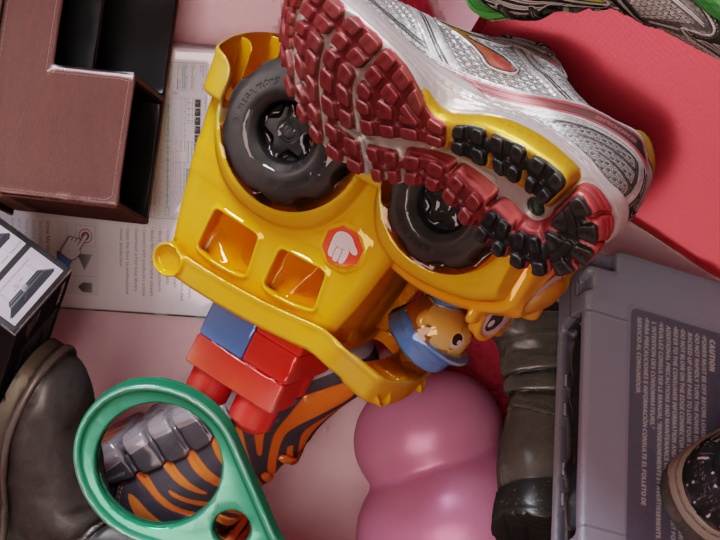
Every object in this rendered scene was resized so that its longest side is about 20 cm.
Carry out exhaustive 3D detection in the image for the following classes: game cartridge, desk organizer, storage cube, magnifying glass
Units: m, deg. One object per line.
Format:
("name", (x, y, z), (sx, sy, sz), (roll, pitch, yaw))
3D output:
("game cartridge", (0.158, 0.093, 1.414), (0.133, 0.201, 0.042), (19, 145, -22))
("desk organizer", (-0.139, -0.127, 1.478), (0.077, 0.072, 0.201), (6, 84, 10))
("storage cube", (0.168, -0.119, 1.385), (0.200, 0.171, 0.180), (34, 106, 6))
("magnifying glass", (-0.057, 0.132, 1.431), (0.200, 0.022, 0.080), (41, 101, -5))

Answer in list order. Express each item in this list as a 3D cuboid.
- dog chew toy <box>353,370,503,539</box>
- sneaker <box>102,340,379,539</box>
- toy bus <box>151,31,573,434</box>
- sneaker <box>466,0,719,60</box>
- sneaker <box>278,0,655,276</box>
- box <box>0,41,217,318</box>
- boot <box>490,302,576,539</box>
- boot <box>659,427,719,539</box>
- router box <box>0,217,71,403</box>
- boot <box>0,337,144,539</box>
("dog chew toy", (0.054, 0.144, 1.489), (0.124, 0.125, 0.201), (-18, 88, 15))
("sneaker", (-0.058, 0.111, 1.536), (0.200, 0.078, 0.112), (-26, 98, 26))
("toy bus", (0.000, 0.000, 1.420), (0.200, 0.136, 0.192), (28, 104, 18))
("sneaker", (0.098, -0.140, 1.281), (0.200, 0.078, 0.085), (31, 113, 19))
("sneaker", (0.044, -0.073, 1.306), (0.200, 0.082, 0.078), (37, 135, 20))
("box", (-0.117, -0.049, 1.535), (0.199, 0.036, 0.145), (4, 100, 13))
("boot", (0.153, 0.086, 1.469), (0.200, 0.068, 0.131), (17, 62, -26))
("boot", (0.247, 0.049, 1.363), (0.074, 0.203, 0.154), (54, 148, 11))
("router box", (-0.241, 0.019, 1.506), (0.157, 0.052, 0.200), (36, 147, 5))
("boot", (-0.094, 0.142, 1.477), (0.200, 0.073, 0.182), (23, 128, 19))
